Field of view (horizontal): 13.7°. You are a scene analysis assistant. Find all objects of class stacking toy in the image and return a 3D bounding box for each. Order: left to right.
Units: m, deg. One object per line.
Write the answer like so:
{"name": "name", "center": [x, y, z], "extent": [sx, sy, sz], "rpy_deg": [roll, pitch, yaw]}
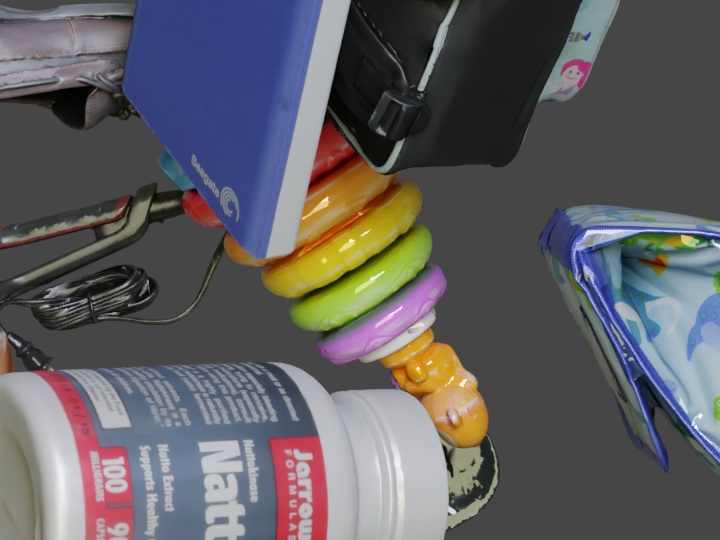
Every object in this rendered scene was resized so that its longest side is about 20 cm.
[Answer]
{"name": "stacking toy", "center": [0.000, 0.000, 1.398], "extent": [0.109, 0.116, 0.201], "rpy_deg": [-32, 100, 1]}

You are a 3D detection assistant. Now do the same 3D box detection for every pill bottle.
{"name": "pill bottle", "center": [-0.067, 0.101, 1.329], "extent": [0.199, 0.119, 0.121], "rpy_deg": [-2, 93, -28]}

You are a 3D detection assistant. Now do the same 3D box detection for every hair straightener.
{"name": "hair straightener", "center": [-0.152, 0.012, 1.432], "extent": [0.199, 0.041, 0.078], "rpy_deg": [-16, 93, -4]}

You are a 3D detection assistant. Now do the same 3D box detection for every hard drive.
{"name": "hard drive", "center": [-0.049, -0.124, 1.257], "extent": [0.025, 0.132, 0.201], "rpy_deg": [-11, 134, -30]}

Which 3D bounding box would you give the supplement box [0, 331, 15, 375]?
{"name": "supplement box", "center": [-0.255, 0.082, 1.370], "extent": [0.198, 0.067, 0.069], "rpy_deg": [-6, 124, -3]}

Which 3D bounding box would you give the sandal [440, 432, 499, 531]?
{"name": "sandal", "center": [-0.026, 0.128, 1.427], "extent": [0.200, 0.048, 0.076], "rpy_deg": [-34, 93, 0]}

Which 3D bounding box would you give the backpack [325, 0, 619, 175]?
{"name": "backpack", "center": [0.024, -0.161, 1.283], "extent": [0.200, 0.150, 0.178], "rpy_deg": [48, 134, 32]}

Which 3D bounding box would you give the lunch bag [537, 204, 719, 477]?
{"name": "lunch bag", "center": [0.172, 0.036, 1.364], "extent": [0.199, 0.170, 0.128], "rpy_deg": [34, 92, -3]}

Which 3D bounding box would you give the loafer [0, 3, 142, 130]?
{"name": "loafer", "center": [-0.145, -0.088, 1.382], "extent": [0.199, 0.072, 0.063], "rpy_deg": [3, 75, -24]}
